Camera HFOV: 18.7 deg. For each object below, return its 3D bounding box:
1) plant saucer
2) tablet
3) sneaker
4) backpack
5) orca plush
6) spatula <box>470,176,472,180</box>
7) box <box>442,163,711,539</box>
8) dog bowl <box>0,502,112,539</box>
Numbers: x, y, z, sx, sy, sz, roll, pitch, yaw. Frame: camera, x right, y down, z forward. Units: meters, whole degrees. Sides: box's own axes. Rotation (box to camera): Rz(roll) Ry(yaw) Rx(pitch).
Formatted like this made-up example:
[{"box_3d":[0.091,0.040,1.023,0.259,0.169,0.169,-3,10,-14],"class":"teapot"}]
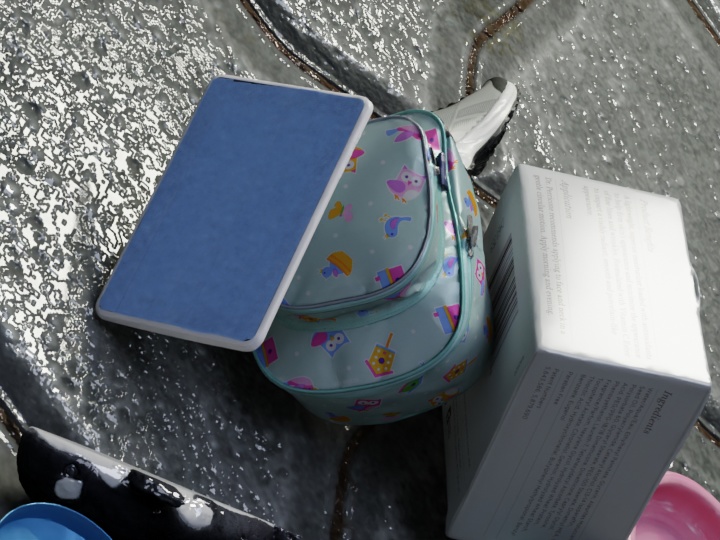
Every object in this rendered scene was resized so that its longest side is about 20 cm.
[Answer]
[{"box_3d":[0.249,0.256,1.694,0.200,0.051,0.201,32,43,-35],"class":"plant saucer"},{"box_3d":[-0.083,-0.042,1.451,0.200,0.130,0.014,-66,149,-24],"class":"tablet"},{"box_3d":[0.066,-0.105,1.743,0.079,0.074,0.200,33,42,8],"class":"sneaker"},{"box_3d":[0.000,0.000,1.502,0.153,0.176,0.200,49,29,-72],"class":"backpack"},{"box_3d":[-0.135,0.161,1.349,0.200,0.105,0.071,29,82,-50],"class":"orca plush"},{"box_3d":[0.079,-0.029,1.749,0.056,0.021,0.200,32,43,-27],"class":"spatula"},{"box_3d":[0.146,0.068,1.558,0.130,0.200,0.199,12,41,-11],"class":"box"},{"box_3d":[-0.189,0.228,1.235,0.111,0.050,0.200,34,43,-27],"class":"dog bowl"}]
